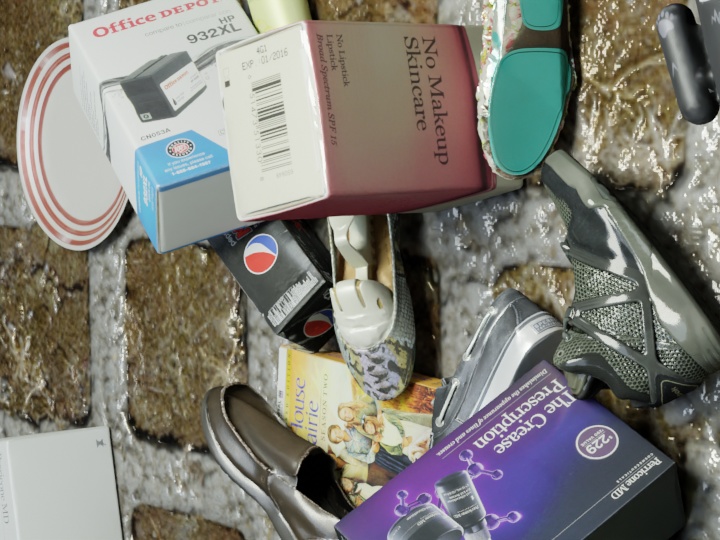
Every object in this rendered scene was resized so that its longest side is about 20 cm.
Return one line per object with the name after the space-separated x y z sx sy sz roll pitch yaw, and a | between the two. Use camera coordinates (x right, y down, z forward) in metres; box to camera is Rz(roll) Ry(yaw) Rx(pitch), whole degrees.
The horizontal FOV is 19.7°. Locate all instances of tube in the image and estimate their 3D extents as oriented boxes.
-0.061 -0.191 1.707 0.051 0.058 0.202 -14 87 13 | tube

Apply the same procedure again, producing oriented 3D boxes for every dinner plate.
-0.265 -0.120 1.967 0.199 0.024 0.202 8 101 49 | dinner plate

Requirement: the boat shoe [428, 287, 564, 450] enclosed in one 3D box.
0.085 0.106 1.549 0.068 0.071 0.201 43 122 35 | boat shoe

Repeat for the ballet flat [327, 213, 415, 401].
0.000 0.000 1.612 0.072 0.072 0.202 -19 70 48 | ballet flat

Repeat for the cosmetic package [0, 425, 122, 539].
-0.332 0.262 2.008 0.199 0.122 0.201 -11 85 48 | cosmetic package

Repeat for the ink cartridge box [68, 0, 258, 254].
-0.136 -0.129 1.685 0.084 0.144 0.201 92 153 -50 | ink cartridge box

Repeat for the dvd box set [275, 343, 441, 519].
0.004 0.147 1.677 0.199 0.029 0.148 13 104 47 | dvd box set

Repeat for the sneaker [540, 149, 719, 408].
0.160 0.013 1.428 0.114 0.076 0.200 -38 66 12 | sneaker

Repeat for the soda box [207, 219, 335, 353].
-0.082 -0.028 1.718 0.063 0.071 0.200 -44 57 12 | soda box

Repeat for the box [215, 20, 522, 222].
0.008 -0.109 1.517 0.109 0.199 0.129 -12 85 48 | box

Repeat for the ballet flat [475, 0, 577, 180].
0.119 -0.167 1.500 0.064 0.075 0.202 -146 62 -77 | ballet flat

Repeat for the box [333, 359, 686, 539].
0.104 0.176 1.433 0.141 0.199 0.079 39 158 37 | box

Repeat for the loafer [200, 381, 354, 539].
-0.052 0.159 1.673 0.200 0.073 0.072 50 123 22 | loafer

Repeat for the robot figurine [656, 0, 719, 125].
0.271 -0.156 1.272 0.150 0.124 0.202 150 110 -65 | robot figurine
